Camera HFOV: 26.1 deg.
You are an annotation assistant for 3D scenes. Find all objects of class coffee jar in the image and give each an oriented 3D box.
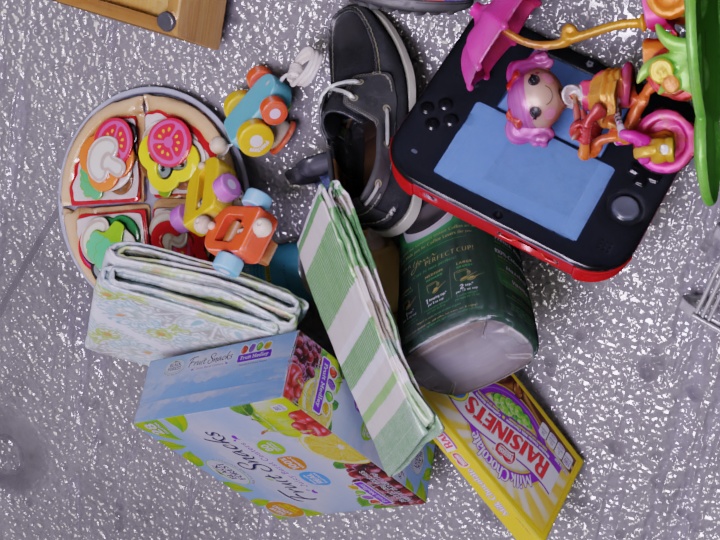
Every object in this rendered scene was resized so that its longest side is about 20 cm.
[{"bbox_3d":[0.077,-0.011,1.204,0.104,0.201,0.085,-27,135,29],"label":"coffee jar"}]

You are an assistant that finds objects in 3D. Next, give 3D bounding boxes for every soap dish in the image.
[{"bbox_3d":[-0.178,-0.293,1.273,0.156,0.081,0.202,18,115,16],"label":"soap dish"}]

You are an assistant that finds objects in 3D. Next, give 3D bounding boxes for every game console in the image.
[{"bbox_3d":[0.138,-0.097,1.171,0.199,0.178,0.031,28,157,11],"label":"game console"}]

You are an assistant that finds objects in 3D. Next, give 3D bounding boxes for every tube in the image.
[{"bbox_3d":[-0.122,0.014,1.377,0.199,0.050,0.078,-11,90,30],"label":"tube"}]

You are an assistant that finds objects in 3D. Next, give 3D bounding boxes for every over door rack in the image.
[{"bbox_3d":[0.351,0.017,1.157,0.200,0.066,0.149,37,119,31],"label":"over door rack"}]

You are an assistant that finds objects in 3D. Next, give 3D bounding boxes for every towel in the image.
[{"bbox_3d":[-0.141,0.043,1.304,0.170,0.049,0.200,17,156,-7],"label":"towel"},{"bbox_3d":[0.003,0.046,1.171,0.153,0.023,0.201,120,129,-69],"label":"towel"}]

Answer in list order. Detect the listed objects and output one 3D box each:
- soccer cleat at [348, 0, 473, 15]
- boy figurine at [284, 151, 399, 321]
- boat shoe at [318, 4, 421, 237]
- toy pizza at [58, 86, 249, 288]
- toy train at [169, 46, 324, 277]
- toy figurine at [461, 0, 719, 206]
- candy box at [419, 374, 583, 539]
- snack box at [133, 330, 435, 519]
[{"bbox_3d":[-0.002,-0.251,1.225,0.199,0.068,0.074,18,109,18],"label":"soccer cleat"},{"bbox_3d":[0.000,0.000,1.288,0.124,0.064,0.202,-16,92,69],"label":"boy figurine"},{"bbox_3d":[0.001,-0.127,1.217,0.072,0.067,0.202,-28,58,38],"label":"boat shoe"},{"bbox_3d":[-0.187,-0.060,1.358,0.199,0.032,0.202,2,95,25],"label":"toy pizza"},{"bbox_3d":[-0.080,-0.078,1.260,0.055,0.201,0.150,34,158,-32],"label":"toy train"},{"bbox_3d":[0.165,-0.144,1.132,0.183,0.150,0.202,-2,94,21],"label":"toy figurine"},{"bbox_3d":[0.101,0.120,1.260,0.026,0.102,0.200,-24,112,45],"label":"candy box"},{"bbox_3d":[-0.060,0.135,1.302,0.168,0.068,0.200,-12,141,35],"label":"snack box"}]
